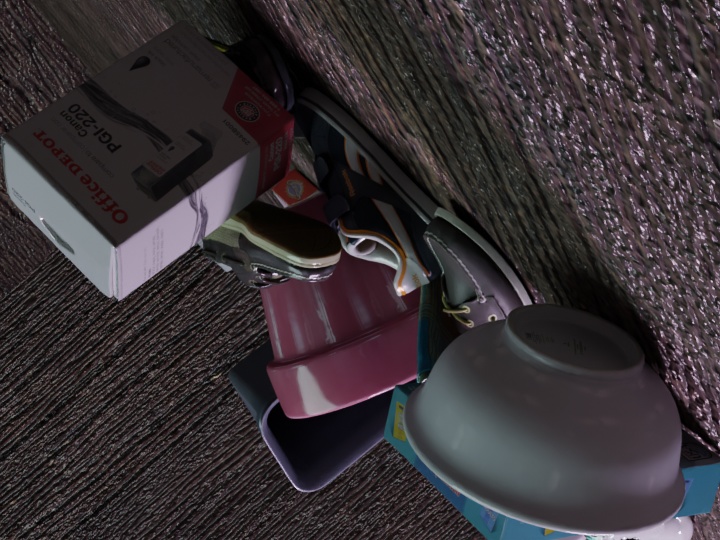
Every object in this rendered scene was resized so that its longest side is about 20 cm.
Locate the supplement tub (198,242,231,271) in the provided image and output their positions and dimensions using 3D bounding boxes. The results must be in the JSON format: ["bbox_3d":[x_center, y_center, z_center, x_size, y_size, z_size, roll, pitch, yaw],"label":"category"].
[{"bbox_3d":[-0.266,-0.112,2.586,0.200,0.132,0.132,48,174,-9],"label":"supplement tub"}]

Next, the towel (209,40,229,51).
[{"bbox_3d":[-0.129,-0.202,1.497,0.086,0.018,0.200,50,174,-24],"label":"towel"}]

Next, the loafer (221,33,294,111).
[{"bbox_3d":[-0.107,-0.167,1.270,0.200,0.062,0.073,-148,35,-73],"label":"loafer"}]

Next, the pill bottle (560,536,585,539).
[{"bbox_3d":[0.238,0.298,1.793,0.112,0.112,0.200,45,175,11],"label":"pill bottle"}]

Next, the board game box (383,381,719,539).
[{"bbox_3d":[0.141,0.129,1.038,0.198,0.047,0.151,-2,-155,-33],"label":"board game box"}]

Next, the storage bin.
[{"bbox_3d":[-0.043,0.106,1.499,0.134,0.199,0.146,31,155,53],"label":"storage bin"}]

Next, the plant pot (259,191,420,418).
[{"bbox_3d":[-0.014,0.016,1.322,0.200,0.198,0.181,-173,59,-81],"label":"plant pot"}]

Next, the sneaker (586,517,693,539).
[{"bbox_3d":[0.246,0.223,1.316,0.075,0.089,0.200,40,172,39],"label":"sneaker"}]

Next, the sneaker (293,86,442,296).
[{"bbox_3d":[-0.003,-0.066,1.206,0.200,0.079,0.078,47,175,16],"label":"sneaker"}]

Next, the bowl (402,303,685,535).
[{"bbox_3d":[0.134,0.084,0.960,0.199,0.091,0.201,12,-158,-5],"label":"bowl"}]

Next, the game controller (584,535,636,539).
[{"bbox_3d":[0.220,0.235,1.449,0.200,0.042,0.104,46,175,7],"label":"game controller"}]

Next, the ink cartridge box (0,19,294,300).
[{"bbox_3d":[-0.173,-0.094,1.172,0.145,0.200,0.085,42,153,17],"label":"ink cartridge box"}]

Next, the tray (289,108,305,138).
[{"bbox_3d":[-0.130,-0.140,1.310,0.107,0.198,0.022,-143,55,-65],"label":"tray"}]

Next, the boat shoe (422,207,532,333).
[{"bbox_3d":[0.104,0.032,1.166,0.201,0.061,0.072,50,173,-35],"label":"boat shoe"}]

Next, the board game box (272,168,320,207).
[{"bbox_3d":[-0.016,-0.023,1.790,0.153,0.040,0.200,42,173,38],"label":"board game box"}]

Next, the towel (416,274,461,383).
[{"bbox_3d":[0.094,0.072,1.223,0.147,0.022,0.201,51,-154,-29],"label":"towel"}]

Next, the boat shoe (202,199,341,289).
[{"bbox_3d":[-0.078,-0.017,1.214,0.200,0.073,0.066,28,119,57],"label":"boat shoe"}]
